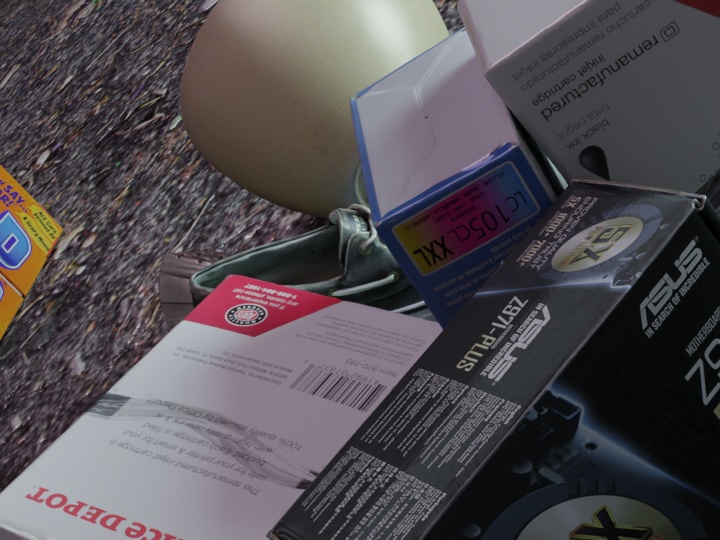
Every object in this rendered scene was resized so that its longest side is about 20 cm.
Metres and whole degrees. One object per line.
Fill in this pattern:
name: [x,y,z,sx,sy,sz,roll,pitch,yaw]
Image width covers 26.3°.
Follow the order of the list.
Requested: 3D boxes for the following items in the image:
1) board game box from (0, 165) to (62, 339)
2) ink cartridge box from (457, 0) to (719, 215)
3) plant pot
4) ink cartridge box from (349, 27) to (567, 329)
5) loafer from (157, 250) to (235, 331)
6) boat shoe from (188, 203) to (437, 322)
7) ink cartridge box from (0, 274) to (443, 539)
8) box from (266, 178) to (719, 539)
board game box: [-0.450,-0.011,1.464,0.200,0.200,0.200,-20,34,34]
ink cartridge box: [0.161,-0.076,0.698,0.144,0.200,0.084,-34,30,15]
plant pot: [-0.007,-0.112,1.073,0.200,0.200,0.135,-41,55,-1]
ink cartridge box: [0.079,0.003,0.736,0.076,0.200,0.137,-30,29,12]
loafer: [-0.066,0.033,1.048,0.070,0.070,0.200,-5,12,-40]
boat shoe: [0.000,0.000,0.862,0.199,0.071,0.072,-22,33,-2]
ink cartridge box: [-0.055,0.100,0.729,0.145,0.084,0.200,14,42,31]
box: [0.093,0.091,0.621,0.200,0.164,0.086,-48,26,-14]
